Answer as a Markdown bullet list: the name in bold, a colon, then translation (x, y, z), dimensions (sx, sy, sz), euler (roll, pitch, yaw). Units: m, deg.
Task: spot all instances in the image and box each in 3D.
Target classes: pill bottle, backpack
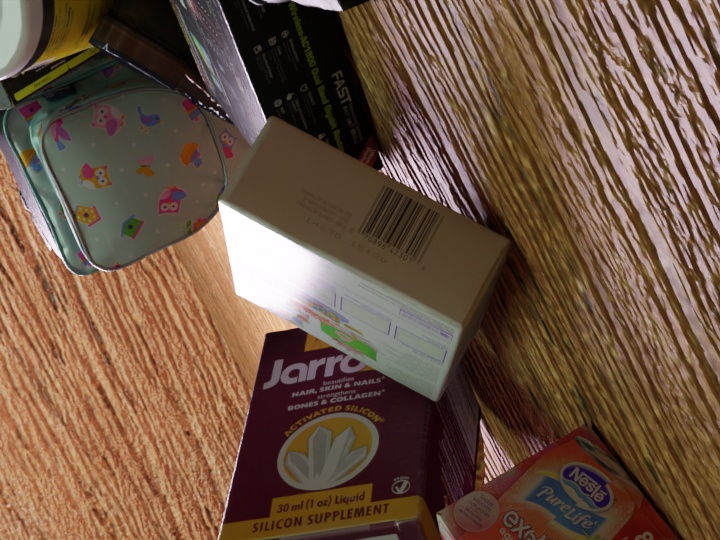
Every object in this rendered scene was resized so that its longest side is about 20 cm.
- **pill bottle**: translation (-0.206, -0.205, 1.156), dimensions (0.114, 0.200, 0.115), euler (12, 115, 26)
- **backpack**: translation (-0.177, -0.107, 1.363), dimensions (0.153, 0.199, 0.176), euler (35, 150, 57)

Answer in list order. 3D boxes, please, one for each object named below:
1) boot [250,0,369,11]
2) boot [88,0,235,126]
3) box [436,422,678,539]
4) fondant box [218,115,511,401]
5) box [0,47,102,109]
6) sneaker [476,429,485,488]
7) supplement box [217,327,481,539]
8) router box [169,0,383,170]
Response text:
- **boot**: translation (-0.052, -0.195, 0.786), dimensions (0.165, 0.066, 0.200), euler (54, 176, -16)
- **boot**: translation (-0.092, -0.158, 1.175), dimensions (0.075, 0.097, 0.200), euler (29, -178, 37)
- **box**: translation (0.120, 0.189, 0.962), dimensions (0.095, 0.102, 0.200), euler (53, 168, 34)
- **fondant box**: translation (0.000, 0.000, 0.958), dimensions (0.144, 0.058, 0.200), euler (28, 165, 6)
- **box**: translation (-0.239, -0.245, 1.250), dimensions (0.047, 0.200, 0.194), euler (0, 120, 38)
- **sneaker**: translation (0.033, 0.082, 1.232), dimensions (0.090, 0.075, 0.201), euler (-121, 8, -83)
- **supplement box**: translation (-0.001, 0.129, 1.081), dimensions (0.200, 0.130, 0.104), euler (-82, -24, -52)
- **router box**: translation (-0.066, -0.152, 1.020), dimensions (0.150, 0.062, 0.200), euler (51, 168, 40)
